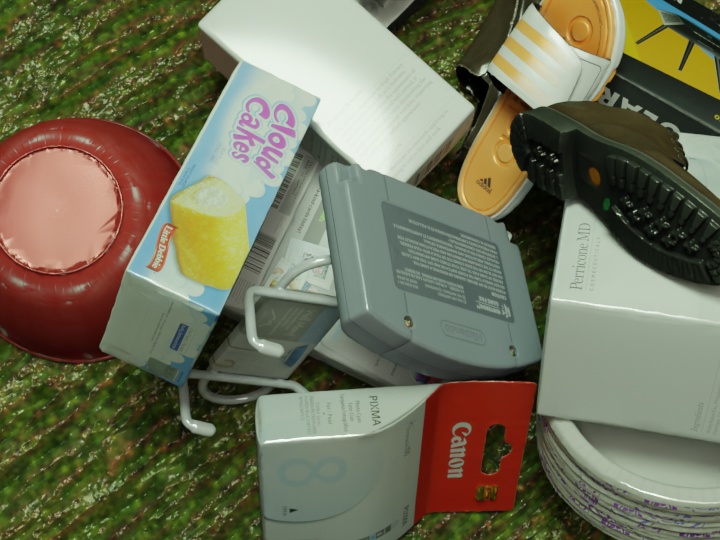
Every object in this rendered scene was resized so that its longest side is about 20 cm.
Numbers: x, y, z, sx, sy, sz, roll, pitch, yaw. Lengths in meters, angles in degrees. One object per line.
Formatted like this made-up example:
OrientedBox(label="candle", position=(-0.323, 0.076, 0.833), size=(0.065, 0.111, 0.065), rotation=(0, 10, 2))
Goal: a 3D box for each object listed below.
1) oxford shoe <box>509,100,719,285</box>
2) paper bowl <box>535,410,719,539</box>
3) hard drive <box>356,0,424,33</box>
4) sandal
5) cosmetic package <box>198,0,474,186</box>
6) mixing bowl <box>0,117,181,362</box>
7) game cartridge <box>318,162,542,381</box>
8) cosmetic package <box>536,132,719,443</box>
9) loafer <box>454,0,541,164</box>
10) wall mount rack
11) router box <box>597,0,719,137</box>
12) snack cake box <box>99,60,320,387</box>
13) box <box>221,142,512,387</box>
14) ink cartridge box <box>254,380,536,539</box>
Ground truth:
OrientedBox(label="oxford shoe", position=(0.191, -0.064, 0.755), size=(0.084, 0.073, 0.200), rotation=(-22, 45, -23))
OrientedBox(label="paper bowl", position=(0.230, 0.121, 0.859), size=(0.199, 0.105, 0.201), rotation=(-1, 44, 1))
OrientedBox(label="hard drive", position=(-0.051, -0.264, 0.966), size=(0.200, 0.038, 0.140), rotation=(45, 81, 3))
OrientedBox(label="sandal", position=(0.123, -0.123, 0.856), size=(0.079, 0.059, 0.207), rotation=(40, 117, 28))
OrientedBox(label="cosmetic package", position=(-0.020, -0.146, 0.893), size=(0.200, 0.074, 0.102), rotation=(43, 79, 6))
OrientedBox(label="mixing bowl", position=(-0.222, -0.035, 0.878), size=(0.199, 0.108, 0.201), rotation=(1, 80, -3))
OrientedBox(label="game cartridge", position=(0.053, 0.009, 0.815), size=(0.040, 0.199, 0.134), rotation=(-31, 57, 34))
OrientedBox(label="cosmetic package", position=(0.238, 0.007, 0.818), size=(0.199, 0.123, 0.200), rotation=(7, 44, 12))
OrientedBox(label="loafer", position=(0.115, -0.171, 0.942), size=(0.071, 0.073, 0.201), rotation=(8, 79, -3))
OrientedBox(label="wall mount rack", position=(-0.031, 0.076, 0.844), size=(0.173, 0.200, 0.075), rotation=(10, 50, -30))
OrientedBox(label="router box", position=(0.260, -0.154, 0.927), size=(0.199, 0.051, 0.149), rotation=(30, 49, 2))
OrientedBox(label="snack cake box", position=(-0.104, -0.034, 0.805), size=(0.067, 0.115, 0.201), rotation=(25, 55, -6))
OrientedBox(label="box", position=(0.000, 0.000, 0.921), size=(0.199, 0.041, 0.157), rotation=(24, 79, 1))
OrientedBox(label="ink cartridge box", position=(0.025, 0.152, 0.840), size=(0.199, 0.161, 0.047), rotation=(-2, 44, -4))
